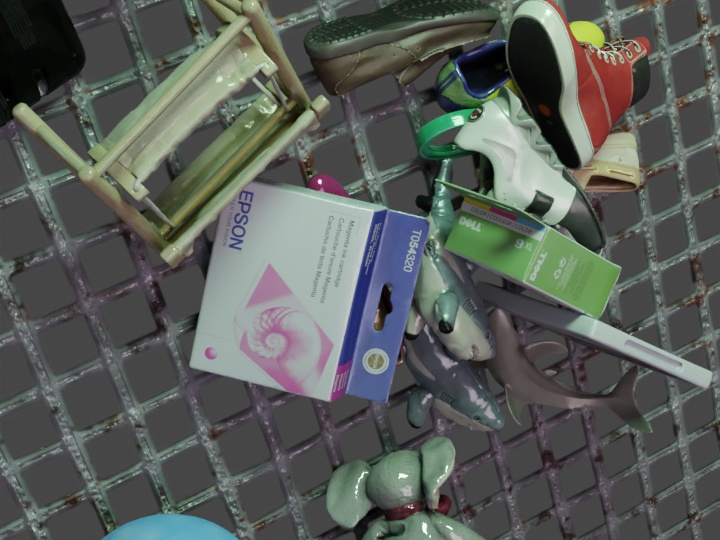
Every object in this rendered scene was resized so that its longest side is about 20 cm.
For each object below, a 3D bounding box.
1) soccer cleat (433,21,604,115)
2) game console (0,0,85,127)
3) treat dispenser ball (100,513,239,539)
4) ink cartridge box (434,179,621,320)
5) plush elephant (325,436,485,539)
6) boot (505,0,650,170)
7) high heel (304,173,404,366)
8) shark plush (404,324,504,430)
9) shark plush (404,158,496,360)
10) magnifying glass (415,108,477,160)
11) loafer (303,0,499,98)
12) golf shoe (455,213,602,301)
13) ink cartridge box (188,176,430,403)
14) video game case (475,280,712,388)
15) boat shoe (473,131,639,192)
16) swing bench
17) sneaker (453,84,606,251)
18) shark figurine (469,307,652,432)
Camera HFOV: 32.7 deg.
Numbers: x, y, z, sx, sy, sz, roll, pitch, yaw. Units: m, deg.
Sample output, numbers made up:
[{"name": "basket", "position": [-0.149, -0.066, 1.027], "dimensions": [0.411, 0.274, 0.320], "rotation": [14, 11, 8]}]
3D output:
[{"name": "soccer cleat", "position": [0.168, -0.208, 1.232], "dimensions": [0.200, 0.084, 0.065], "rotation": [-21, 79, -17]}, {"name": "game console", "position": [-0.355, -0.217, 1.014], "dimensions": [0.176, 0.116, 0.200], "rotation": [-48, 127, -40]}, {"name": "treat dispenser ball", "position": [-0.187, 0.337, 1.186], "dimensions": [0.201, 0.201, 0.201], "rotation": [-9, 111, -24]}, {"name": "ink cartridge box", "position": [0.153, -0.018, 1.171], "dimensions": [0.200, 0.104, 0.059], "rotation": [23, 92, -48]}, {"name": "plush elephant", "position": [0.055, 0.264, 1.322], "dimensions": [0.200, 0.165, 0.155], "rotation": [30, 55, -60]}, {"name": "boot", "position": [0.222, -0.214, 1.199], "dimensions": [0.144, 0.072, 0.200], "rotation": [-46, 138, -16]}, {"name": "high heel", "position": [0.000, 0.000, 1.220], "dimensions": [0.067, 0.096, 0.200], "rotation": [-30, 118, -14]}, {"name": "shark plush", "position": [0.092, 0.076, 1.294], "dimensions": [0.091, 0.083, 0.200], "rotation": [-21, 102, -40]}, {"name": "shark plush", "position": [0.088, -0.008, 1.232], "dimensions": [0.083, 0.091, 0.200], "rotation": [-2, 71, -23]}, {"name": "magnifying glass", "position": [0.144, -0.139, 1.268], "dimensions": [0.200, 0.080, 0.022], "rotation": [-6, 69, -35]}, {"name": "loafer", "position": [0.040, -0.218, 1.187], "dimensions": [0.200, 0.073, 0.071], "rotation": [-16, 124, -15]}, {"name": "golf shoe", "position": [0.179, -0.031, 1.316], "dimensions": [0.200, 0.073, 0.092], "rotation": [24, 91, -35]}, {"name": "ink cartridge box", "position": [-0.050, 0.022, 1.185], "dimensions": [0.200, 0.043, 0.197], "rotation": [13, 103, 2]}, {"name": "video game case", "position": [0.243, 0.066, 1.303], "dimensions": [0.182, 0.200, 0.023], "rotation": [23, 88, -32]}, {"name": "boat shoe", "position": [0.216, -0.100, 1.296], "dimensions": [0.200, 0.074, 0.069], "rotation": [-11, 79, -23]}, {"name": "swing bench", "position": [-0.145, -0.123, 1.056], "dimensions": [0.199, 0.130, 0.200], "rotation": [-47, 142, -5]}, {"name": "sneaker", "position": [0.165, -0.082, 1.218], "dimensions": [0.088, 0.074, 0.200], "rotation": [-39, 111, 4]}, {"name": "shark figurine", "position": [0.197, 0.134, 1.325], "dimensions": [0.214, 0.090, 0.128], "rotation": [28, 136, -15]}]
